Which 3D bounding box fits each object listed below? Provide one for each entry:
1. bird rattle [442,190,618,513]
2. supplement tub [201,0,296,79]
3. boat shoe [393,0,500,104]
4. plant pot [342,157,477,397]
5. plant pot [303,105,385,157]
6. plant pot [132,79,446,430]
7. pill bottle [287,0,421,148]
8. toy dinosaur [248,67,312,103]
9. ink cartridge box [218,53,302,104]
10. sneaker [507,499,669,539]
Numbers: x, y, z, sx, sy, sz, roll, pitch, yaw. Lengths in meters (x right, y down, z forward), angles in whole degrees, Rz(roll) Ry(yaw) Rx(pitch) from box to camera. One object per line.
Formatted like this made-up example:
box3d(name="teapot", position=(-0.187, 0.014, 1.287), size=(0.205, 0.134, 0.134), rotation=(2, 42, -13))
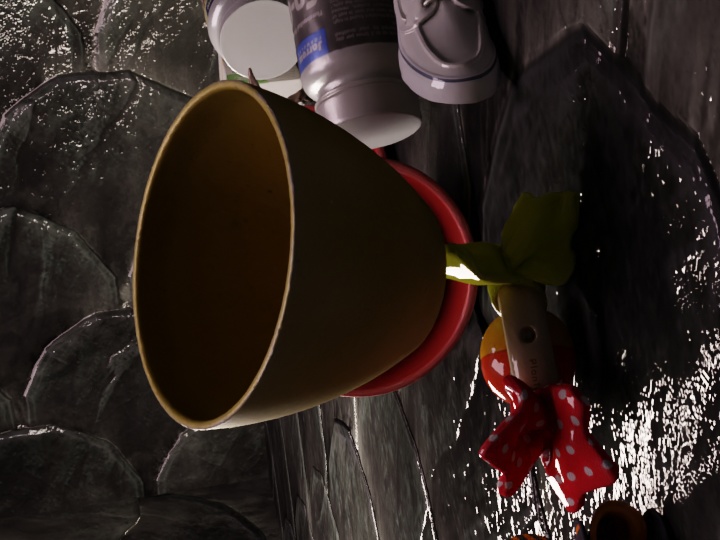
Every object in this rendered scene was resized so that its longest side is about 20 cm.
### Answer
box3d(name="bird rattle", position=(0.113, 0.054, 0.912), size=(0.163, 0.111, 0.202), rotation=(54, -163, -73))
box3d(name="supplement tub", position=(-0.153, -0.376, 2.062), size=(0.201, 0.143, 0.146), rotation=(-108, 14, -52))
box3d(name="boat shoe", position=(0.055, -0.192, 1.058), size=(0.201, 0.073, 0.066), rotation=(-110, 11, -52))
box3d(name="plant pot", position=(0.000, 0.000, 1.255), size=(0.177, 0.198, 0.203), rotation=(-70, -27, -86))
box3d(name="plant pot", position=(-0.059, -0.048, 1.559), size=(0.178, 0.198, 0.202), rotation=(76, 180, -51))
box3d(name="plant pot", position=(-0.032, -0.004, 0.867), size=(0.199, 0.141, 0.203), rotation=(-13, 75, 55))
box3d(name="pill bottle", position=(-0.006, -0.220, 1.313), size=(0.114, 0.112, 0.202), rotation=(112, 150, -73))
box3d(name="toy dinosaur", position=(-0.102, -0.166, 1.893), size=(0.135, 0.200, 0.086), rotation=(-33, 25, 40))
box3d(name="ink cartridge box", position=(-0.162, -0.312, 2.269), size=(0.201, 0.116, 0.068), rotation=(-111, 16, -55))
box3d(name="sneaker", position=(0.140, 0.178, 0.851), size=(0.200, 0.077, 0.113), rotation=(-142, 48, -63))
